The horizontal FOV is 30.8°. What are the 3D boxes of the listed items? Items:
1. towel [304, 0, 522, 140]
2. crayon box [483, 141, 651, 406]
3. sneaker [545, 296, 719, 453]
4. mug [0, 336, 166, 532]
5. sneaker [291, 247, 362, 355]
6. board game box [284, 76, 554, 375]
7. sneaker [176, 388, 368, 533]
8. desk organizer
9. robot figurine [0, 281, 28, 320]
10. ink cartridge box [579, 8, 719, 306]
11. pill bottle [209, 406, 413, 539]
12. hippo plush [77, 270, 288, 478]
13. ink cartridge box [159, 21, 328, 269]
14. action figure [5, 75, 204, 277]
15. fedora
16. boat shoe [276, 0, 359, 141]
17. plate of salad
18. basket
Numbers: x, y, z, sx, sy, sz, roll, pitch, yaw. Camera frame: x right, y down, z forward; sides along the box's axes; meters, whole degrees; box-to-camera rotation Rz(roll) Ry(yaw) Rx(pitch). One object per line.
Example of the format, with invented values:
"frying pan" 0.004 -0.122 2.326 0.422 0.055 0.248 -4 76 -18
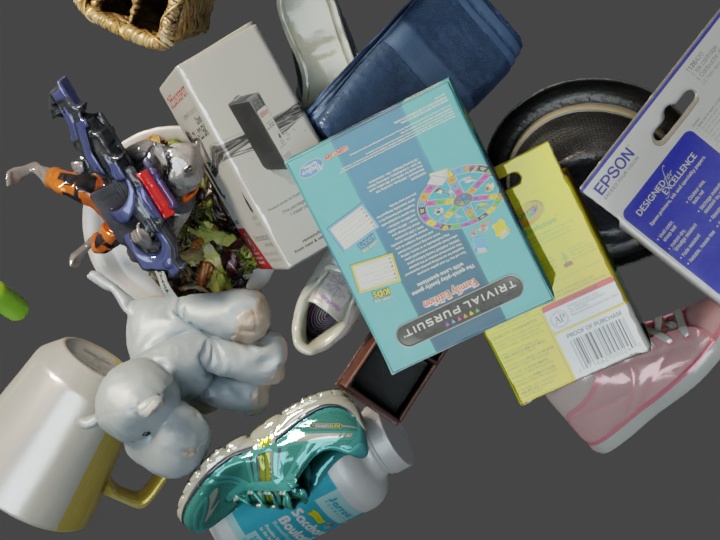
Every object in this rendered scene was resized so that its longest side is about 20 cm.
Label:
"towel" 0.050 -0.166 1.160 0.112 0.049 0.200 46 76 -20
"crayon box" 0.152 0.000 1.132 0.127 0.051 0.200 -25 98 13
"sneaker" 0.256 0.075 1.223 0.105 0.075 0.200 41 111 -10
"mug" -0.286 0.154 1.306 0.149 0.186 0.153 37 100 31
"sneaker" 0.000 0.000 1.226 0.075 0.100 0.200 31 105 1
"board game box" 0.050 -0.037 1.087 0.151 0.047 0.200 -25 98 10
"sneaker" -0.082 0.186 1.198 0.200 0.077 0.080 -34 66 10
"desk organizer" 0.063 0.043 1.206 0.072 0.077 0.200 34 85 -2
"robot figurine" -0.423 0.031 1.282 0.175 0.116 0.201 6 106 11
"ink cartridge box" 0.319 -0.085 1.115 0.200 0.047 0.198 38 93 -3
"pill bottle" -0.050 0.203 1.281 0.200 0.111 0.111 -29 99 15
"hippo plush" -0.166 0.096 1.206 0.159 0.161 0.200 -21 116 28
"ink cartridge box" -0.092 -0.106 1.174 0.084 0.144 0.200 -30 97 -13
"action figure" -0.225 -0.092 1.187 0.193 0.105 0.200 -10 115 30
"fedora" 0.210 -0.079 1.178 0.200 0.092 0.201 2 105 7
"boat shoe" -0.029 -0.176 1.202 0.075 0.062 0.200 -17 100 14
"plate of salad" -0.176 -0.039 1.266 0.199 0.048 0.201 2 105 7
"basket" -0.190 -0.309 1.142 0.142 0.149 0.200 19 108 2
